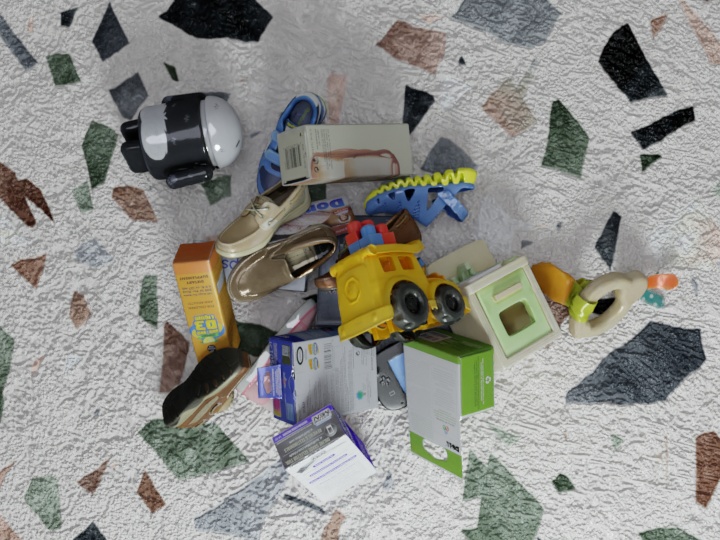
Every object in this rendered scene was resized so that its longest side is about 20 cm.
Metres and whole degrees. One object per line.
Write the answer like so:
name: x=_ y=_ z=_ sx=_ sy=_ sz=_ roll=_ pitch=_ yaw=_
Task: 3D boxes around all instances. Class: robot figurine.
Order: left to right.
robot figurine: x=-0.295 y=-0.218 z=1.529 sx=0.197 sy=0.125 sz=0.153 roll=-10 pitch=99 yaw=1

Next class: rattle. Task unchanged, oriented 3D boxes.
rattle: x=0.414 y=0.022 z=1.559 sx=0.198 sy=0.143 sz=0.132 roll=-27 pitch=121 yaw=-14

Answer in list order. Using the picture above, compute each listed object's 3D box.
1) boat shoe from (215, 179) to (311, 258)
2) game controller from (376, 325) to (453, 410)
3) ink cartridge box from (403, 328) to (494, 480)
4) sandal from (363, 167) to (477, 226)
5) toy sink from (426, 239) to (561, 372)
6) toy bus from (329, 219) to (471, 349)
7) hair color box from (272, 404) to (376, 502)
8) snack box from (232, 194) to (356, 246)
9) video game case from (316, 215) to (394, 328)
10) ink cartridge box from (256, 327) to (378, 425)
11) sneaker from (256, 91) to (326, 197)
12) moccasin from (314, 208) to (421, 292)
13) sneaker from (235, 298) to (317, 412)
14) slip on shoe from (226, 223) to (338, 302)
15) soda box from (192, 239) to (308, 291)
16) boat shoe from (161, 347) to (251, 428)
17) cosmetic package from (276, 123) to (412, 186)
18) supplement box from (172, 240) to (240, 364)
boat shoe: x=-0.159 y=-0.093 z=1.487 sx=0.072 sy=0.066 sz=0.199 roll=30 pitch=52 yaw=32
game controller: x=0.107 y=0.153 z=1.555 sx=0.198 sy=0.042 sz=0.105 roll=-30 pitch=89 yaw=1
ink cartridge box: x=0.142 y=0.210 z=1.475 sx=0.075 sy=0.147 sz=0.203 roll=-12 pitch=105 yaw=-32
sandal: x=0.104 y=-0.114 z=1.541 sx=0.197 sy=0.079 sz=0.088 roll=-10 pitch=87 yaw=3
toy sink: x=0.216 y=0.049 z=1.500 sx=0.129 sy=0.112 sz=0.202 roll=-25 pitch=88 yaw=-24
toy bus: x=0.051 y=0.011 z=1.412 sx=0.198 sy=0.135 sz=0.195 roll=-2 pitch=71 yaw=-41
hair color box: x=-0.054 y=0.297 z=1.477 sx=0.108 sy=0.200 sz=0.065 roll=-30 pitch=59 yaw=-1
snack box: x=-0.109 y=-0.075 z=1.534 sx=0.197 sy=0.025 sz=0.072 roll=-14 pitch=47 yaw=-11
video game case: x=0.000 y=0.000 z=1.531 sx=0.141 sy=0.019 sz=0.203 roll=1 pitch=64 yaw=1
ink cartridge box: x=-0.071 y=0.167 z=1.482 sx=0.198 sy=0.076 sz=0.139 roll=-7 pitch=98 yaw=-38
sneaker: x=-0.122 y=-0.212 z=1.545 sx=0.073 sy=0.082 sz=0.202 roll=23 pitch=91 yaw=0
moccasin: x=0.008 y=-0.032 z=1.484 sx=0.200 sy=0.074 sz=0.078 roll=-32 pitch=105 yaw=-13
sneaker: x=-0.112 y=0.150 z=1.544 sx=0.104 sy=0.075 sz=0.201 roll=38 pitch=93 yaw=0
slip on shoe: x=-0.124 y=-0.007 z=1.479 sx=0.198 sy=0.061 sz=0.077 roll=-26 pitch=115 yaw=-4
soda box: x=-0.185 y=-0.007 z=1.551 sx=0.197 sy=0.063 sz=0.069 roll=5 pitch=88 yaw=1
boat shoe: x=-0.246 y=0.198 z=1.524 sx=0.199 sy=0.073 sz=0.076 roll=-37 pitch=46 yaw=28
cosmetic package: x=-0.024 y=-0.188 z=1.488 sx=0.198 sy=0.103 sz=0.089 roll=-7 pitch=91 yaw=-32
supplement box: x=-0.250 y=0.055 z=1.504 sx=0.065 sy=0.069 sz=0.202 roll=-5 pitch=122 yaw=6
